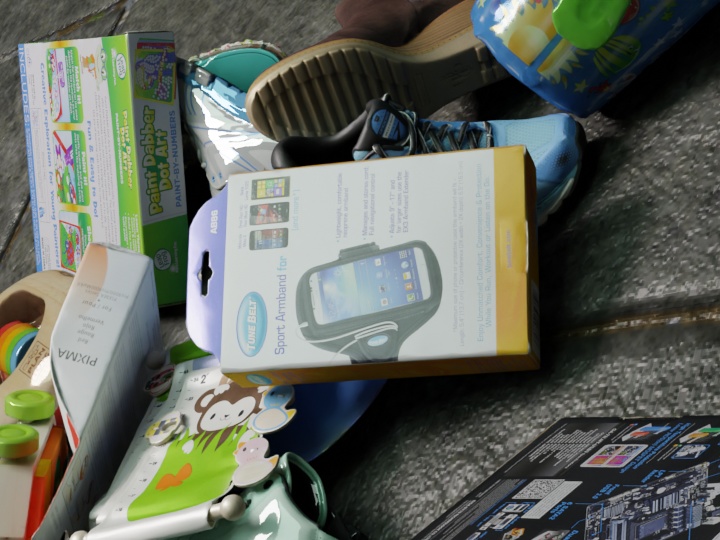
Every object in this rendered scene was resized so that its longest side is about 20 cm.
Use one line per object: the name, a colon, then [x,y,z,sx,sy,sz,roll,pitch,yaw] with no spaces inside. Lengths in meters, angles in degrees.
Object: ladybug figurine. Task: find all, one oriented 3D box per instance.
ladybug figurine: [-0.239,0.070,1.138,0.136,0.072,0.200,-58,29,-7]

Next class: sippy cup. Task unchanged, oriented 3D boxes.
sippy cup: [0.136,-0.166,0.878,0.131,0.177,0.140,-51,59,19]

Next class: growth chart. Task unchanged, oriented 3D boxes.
growth chart: [-0.094,0.090,0.887,0.144,0.018,0.201,-23,27,25]

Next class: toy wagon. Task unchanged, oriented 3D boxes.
toy wagon: [-0.215,0.159,0.982,0.200,0.039,0.157,-101,15,-76]

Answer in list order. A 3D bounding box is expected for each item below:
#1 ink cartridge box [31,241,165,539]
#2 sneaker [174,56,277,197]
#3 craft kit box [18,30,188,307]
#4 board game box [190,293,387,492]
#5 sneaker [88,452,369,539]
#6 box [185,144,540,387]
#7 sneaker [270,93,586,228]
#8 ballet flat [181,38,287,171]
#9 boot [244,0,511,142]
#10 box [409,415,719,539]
ink cartridge box: [-0.180,0.108,0.970,0.050,0.163,0.201,16,59,7]
sneaker: [-0.100,-0.094,1.110,0.199,0.075,0.087,30,94,38]
craft kit box: [-0.201,-0.081,1.170,0.197,0.048,0.202,11,106,56]
board game box: [-0.038,0.057,0.945,0.157,0.039,0.201,-25,42,24]
sneaker: [-0.074,0.148,0.858,0.200,0.074,0.119,31,88,48]
box: [0.000,0.000,0.845,0.198,0.041,0.120,-5,71,18]
sneaker: [0.035,-0.060,0.894,0.198,0.090,0.079,-11,43,18]
ballet flat: [-0.132,-0.128,1.222,0.199,0.076,0.064,-28,4,23]
boot: [0.006,-0.145,1.008,0.198,0.073,0.166,-15,26,-12]
box: [0.107,0.119,0.601,0.198,0.050,0.199,-6,18,46]
